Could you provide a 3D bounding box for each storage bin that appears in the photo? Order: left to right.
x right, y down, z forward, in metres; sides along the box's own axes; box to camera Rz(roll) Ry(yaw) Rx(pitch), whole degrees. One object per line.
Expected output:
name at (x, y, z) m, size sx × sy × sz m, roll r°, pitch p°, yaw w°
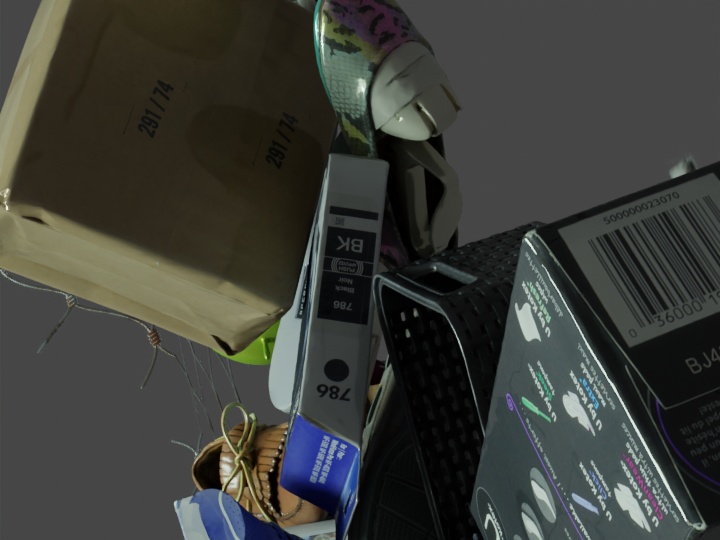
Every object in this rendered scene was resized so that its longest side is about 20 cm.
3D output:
storage bin at (0.088, 0.088, 0.728) m, size 0.135 × 0.093 × 0.201 m, roll -154°, pitch 46°, yaw -72°

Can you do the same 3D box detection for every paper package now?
paper package at (-0.116, -0.077, 0.889) m, size 0.103 × 0.190 × 0.201 m, roll -31°, pitch 42°, yaw 55°

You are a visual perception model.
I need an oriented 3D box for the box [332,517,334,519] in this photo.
box at (0.040, 0.221, 1.034) m, size 0.201 × 0.096 × 0.176 m, roll 67°, pitch 169°, yaw -16°

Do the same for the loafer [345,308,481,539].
loafer at (0.031, 0.103, 0.848) m, size 0.063 × 0.072 × 0.201 m, roll -30°, pitch 35°, yaw 51°

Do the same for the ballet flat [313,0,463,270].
ballet flat at (0.028, -0.072, 0.846) m, size 0.071 × 0.069 × 0.201 m, roll 32°, pitch 145°, yaw 43°

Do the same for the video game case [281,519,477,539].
video game case at (0.029, 0.213, 0.917) m, size 0.018 × 0.199 × 0.144 m, roll -80°, pitch -22°, yaw -69°

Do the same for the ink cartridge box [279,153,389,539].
ink cartridge box at (-0.015, 0.046, 0.803) m, size 0.100 × 0.039 × 0.201 m, roll 106°, pitch 170°, yaw -58°

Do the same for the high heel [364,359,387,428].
high heel at (0.034, 0.101, 0.957) m, size 0.200 × 0.096 × 0.068 m, roll -156°, pitch 49°, yaw -73°

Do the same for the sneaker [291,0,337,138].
sneaker at (-0.077, -0.128, 1.067) m, size 0.200 × 0.115 × 0.075 m, roll 100°, pitch 149°, yaw -63°

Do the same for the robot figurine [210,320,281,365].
robot figurine at (-0.062, -0.005, 1.067) m, size 0.176 × 0.115 × 0.200 m, roll 54°, pitch -159°, yaw -9°

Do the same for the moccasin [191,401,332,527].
moccasin at (-0.063, 0.128, 0.970) m, size 0.201 × 0.077 × 0.074 m, roll 171°, pitch 113°, yaw -69°

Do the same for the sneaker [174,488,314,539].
sneaker at (-0.024, 0.178, 0.845) m, size 0.200 × 0.115 × 0.081 m, roll 66°, pitch 178°, yaw -45°

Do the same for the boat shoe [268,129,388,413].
boat shoe at (0.000, 0.000, 0.966) m, size 0.071 × 0.070 × 0.201 m, roll 6°, pitch 81°, yaw 60°

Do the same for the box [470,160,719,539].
box at (0.118, 0.062, 0.501) m, size 0.200 × 0.122 × 0.106 m, roll 93°, pitch 155°, yaw -56°
